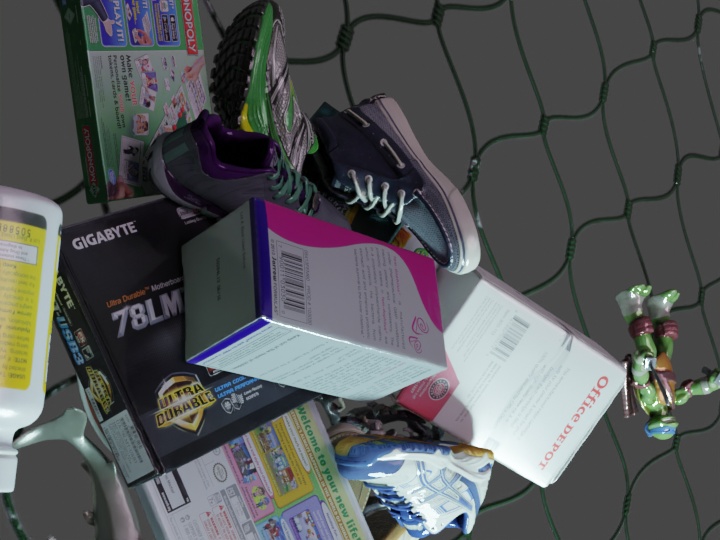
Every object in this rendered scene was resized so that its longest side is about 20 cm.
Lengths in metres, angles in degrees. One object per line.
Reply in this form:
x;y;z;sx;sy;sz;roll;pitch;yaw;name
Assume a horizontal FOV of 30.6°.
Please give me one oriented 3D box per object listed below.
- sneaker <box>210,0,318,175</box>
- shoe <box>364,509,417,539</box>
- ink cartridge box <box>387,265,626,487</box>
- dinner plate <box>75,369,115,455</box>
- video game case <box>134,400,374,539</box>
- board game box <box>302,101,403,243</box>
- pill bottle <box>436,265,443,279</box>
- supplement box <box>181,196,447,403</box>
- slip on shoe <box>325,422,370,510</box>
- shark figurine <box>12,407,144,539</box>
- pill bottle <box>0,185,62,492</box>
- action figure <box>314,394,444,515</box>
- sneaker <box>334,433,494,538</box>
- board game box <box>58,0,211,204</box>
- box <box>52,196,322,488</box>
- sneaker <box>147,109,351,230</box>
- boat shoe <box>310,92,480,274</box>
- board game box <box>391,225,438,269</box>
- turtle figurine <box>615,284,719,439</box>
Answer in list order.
-0.083;-0.140;1.170;0.084;0.078;0.203;1;89;-34;sneaker
0.036;0.261;1.308;0.200;0.069;0.054;-37;107;-49;shoe
0.137;0.099;1.283;0.199;0.083;0.147;31;98;-24;ink cartridge box
-0.166;0.069;1.103;0.199;0.024;0.203;5;83;-51;dinner plate
-0.084;0.203;1.089;0.181;0.022;0.202;-21;85;-37;video game case
-0.031;-0.056;1.222;0.135;0.028;0.201;36;52;2;board game box
0.092;0.065;1.364;0.109;0.108;0.202;-50;124;-41;pill bottle
-0.035;0.030;1.050;0.199;0.103;0.102;17;57;-39;supplement box
-0.041;0.234;1.163;0.076;0.060;0.201;32;86;-23;slip on shoe
-0.187;0.202;1.019;0.127;0.089;0.218;-11;98;-53;shark figurine
-0.268;0.048;0.904;0.111;0.110;0.203;15;75;-50;pill bottle
0.009;0.174;1.261;0.199;0.102;0.120;34;58;-28;action figure
0.051;0.195;1.169;0.199;0.075;0.089;15;84;-46;sneaker
-0.183;-0.162;1.096;0.134;0.029;0.203;-12;97;-52;board game box
-0.142;0.043;1.044;0.199;0.049;0.201;-20;86;-50;box
-0.072;-0.063;1.068;0.199;0.087;0.075;23;56;-33;sneaker
0.024;-0.069;1.197;0.092;0.075;0.201;-18;58;-25;boat shoe
0.000;0.000;1.246;0.035;0.125;0.201;101;16;-53;board game box
0.416;0.110;1.727;0.200;0.142;0.196;102;-20;-67;turtle figurine
